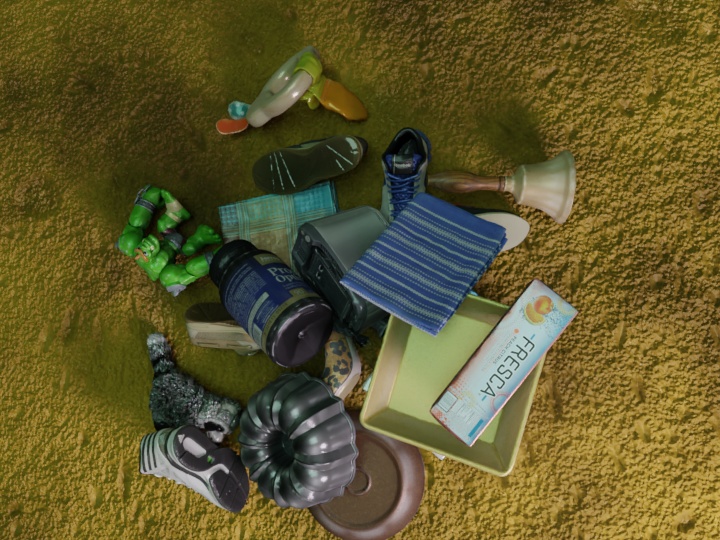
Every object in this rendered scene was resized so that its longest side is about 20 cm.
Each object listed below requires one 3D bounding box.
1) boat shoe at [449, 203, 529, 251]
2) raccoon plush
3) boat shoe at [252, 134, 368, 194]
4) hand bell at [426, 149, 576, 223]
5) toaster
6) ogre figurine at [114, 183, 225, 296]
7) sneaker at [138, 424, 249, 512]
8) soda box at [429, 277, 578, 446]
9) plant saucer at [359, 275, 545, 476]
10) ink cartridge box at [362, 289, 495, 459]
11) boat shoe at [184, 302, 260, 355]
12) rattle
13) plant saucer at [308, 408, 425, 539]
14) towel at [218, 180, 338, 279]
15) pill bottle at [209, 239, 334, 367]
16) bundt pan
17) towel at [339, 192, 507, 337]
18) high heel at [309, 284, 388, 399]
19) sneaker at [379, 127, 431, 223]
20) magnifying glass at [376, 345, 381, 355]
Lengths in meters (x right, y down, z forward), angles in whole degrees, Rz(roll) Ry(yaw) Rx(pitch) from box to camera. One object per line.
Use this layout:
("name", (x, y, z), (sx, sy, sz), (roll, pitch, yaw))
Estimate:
("boat shoe", (0.153, -0.066, 0.975), (0.199, 0.063, 0.074), (-3, 129, -21))
("raccoon plush", (-0.258, 0.178, 1.052), (0.132, 0.097, 0.202), (-17, 83, 1))
("boat shoe", (-0.077, -0.167, 1.054), (0.199, 0.066, 0.073), (-11, 99, 29))
("hand bell", (0.193, -0.124, 0.961), (0.197, 0.104, 0.106), (3, 86, -1))
("toaster", (0.000, 0.000, 0.974), (0.128, 0.114, 0.201), (-26, 69, -28))
("ogre figurine", (-0.304, -0.042, 1.075), (0.200, 0.098, 0.120), (41, 76, -3))
("sneaker", (-0.257, 0.298, 1.019), (0.114, 0.201, 0.076), (-7, 43, 29))
("soda box", (0.166, 0.107, 0.790), (0.063, 0.068, 0.201), (39, 93, 10))
("plant saucer", (0.120, 0.130, 0.854), (0.198, 0.048, 0.202), (17, 87, 10))
("ink cartridge box", (0.125, 0.132, 0.952), (0.147, 0.145, 0.200), (41, 93, 9))
("boat shoe", (-0.177, 0.096, 1.058), (0.197, 0.071, 0.065), (7, 122, 10))
("rattle", (-0.113, -0.252, 1.084), (0.200, 0.142, 0.131), (-39, 47, 20))
("plant saucer", (-0.002, 0.315, 1.019), (0.198, 0.037, 0.203), (-1, 86, 10))
("towel", (-0.126, -0.053, 1.076), (0.197, 0.022, 0.149), (-11, 83, 10))
("pill bottle", (-0.137, 0.040, 0.982), (0.200, 0.112, 0.112), (40, 94, 36))
("bundt pan", (-0.104, 0.255, 0.980), (0.200, 0.075, 0.205), (6, 100, 36))
("towel", (0.086, -0.018, 0.858), (0.144, 0.024, 0.200), (28, 54, 20))
("high heel", (-0.060, 0.120, 1.030), (0.142, 0.071, 0.201), (33, 88, 16))
("sneaker", (0.060, -0.123, 0.998), (0.079, 0.115, 0.202), (4, 87, 12))
("magnifying glass", (0.093, 0.055, 1.007), (0.022, 0.080, 0.200), (42, 104, 7))
